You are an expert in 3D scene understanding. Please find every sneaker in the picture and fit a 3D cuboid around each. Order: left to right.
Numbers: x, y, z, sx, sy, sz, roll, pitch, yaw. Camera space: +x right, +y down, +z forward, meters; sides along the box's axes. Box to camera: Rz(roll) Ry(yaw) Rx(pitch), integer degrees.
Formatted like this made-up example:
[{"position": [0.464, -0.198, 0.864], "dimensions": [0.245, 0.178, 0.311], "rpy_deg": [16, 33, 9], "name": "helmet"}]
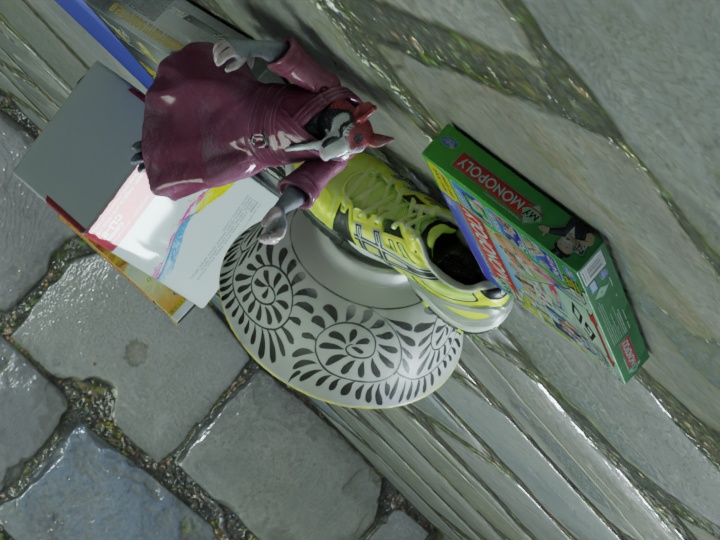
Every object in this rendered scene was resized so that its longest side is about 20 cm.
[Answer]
[{"position": [0.034, -0.037, 1.569], "dimensions": [0.200, 0.075, 0.076], "rpy_deg": [35, 159, 4], "name": "sneaker"}]

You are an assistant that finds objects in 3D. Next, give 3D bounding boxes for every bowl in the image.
[{"position": [0.000, 0.000, 1.653], "dimensions": [0.201, 0.201, 0.094], "rpy_deg": [41, 137, 14], "name": "bowl"}]

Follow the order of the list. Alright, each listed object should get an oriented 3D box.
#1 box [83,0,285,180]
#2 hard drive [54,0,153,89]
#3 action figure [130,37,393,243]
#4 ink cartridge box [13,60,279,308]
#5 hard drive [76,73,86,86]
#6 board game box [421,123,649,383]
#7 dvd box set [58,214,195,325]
[{"position": [-0.118, -0.154, 1.733], "dimensions": [0.200, 0.048, 0.158], "rpy_deg": [35, 170, 44], "name": "box"}, {"position": [-0.225, -0.219, 2.012], "dimensions": [0.200, 0.025, 0.132], "rpy_deg": [44, 173, -12], "name": "hard drive"}, {"position": [-0.056, -0.094, 1.483], "dimensions": [0.200, 0.134, 0.149], "rpy_deg": [5, -171, 34], "name": "action figure"}, {"position": [-0.210, -0.083, 2.154], "dimensions": [0.145, 0.145, 0.200], "rpy_deg": [37, -179, 41], "name": "ink cartridge box"}, {"position": [-0.233, -0.141, 2.484], "dimensions": [0.140, 0.033, 0.200], "rpy_deg": [34, 169, 49], "name": "hard drive"}, {"position": [0.118, -0.007, 1.408], "dimensions": [0.135, 0.029, 0.200], "rpy_deg": [38, 171, 27], "name": "board game box"}, {"position": [-0.249, -0.052, 2.636], "dimensions": [0.200, 0.146, 0.029], "rpy_deg": [43, 171, 3], "name": "dvd box set"}]
